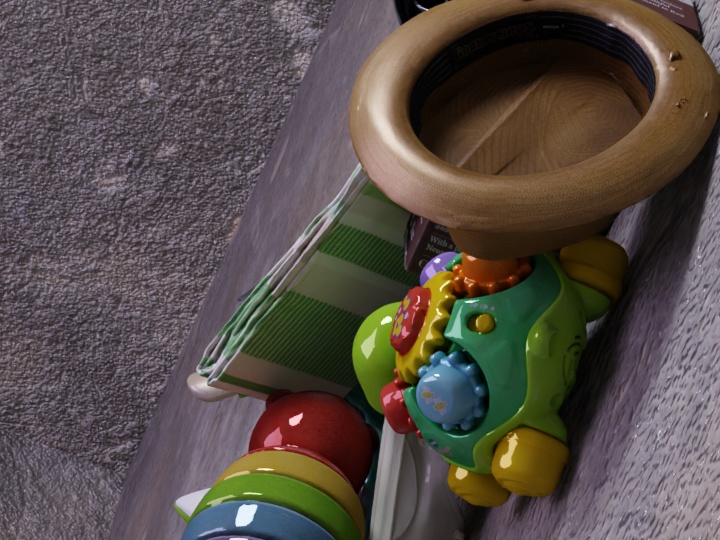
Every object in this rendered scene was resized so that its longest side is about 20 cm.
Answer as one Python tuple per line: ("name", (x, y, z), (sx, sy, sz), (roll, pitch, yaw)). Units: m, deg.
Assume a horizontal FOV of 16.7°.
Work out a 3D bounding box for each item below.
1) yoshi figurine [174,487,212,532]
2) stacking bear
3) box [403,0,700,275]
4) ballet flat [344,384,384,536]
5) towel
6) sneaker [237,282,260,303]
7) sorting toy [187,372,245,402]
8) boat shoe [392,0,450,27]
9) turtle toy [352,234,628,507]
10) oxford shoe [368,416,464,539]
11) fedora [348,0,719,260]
("yoshi figurine", (-0.062, 0.204, 1.592), (0.112, 0.112, 0.200), (65, 144, 28))
("stacking bear", (-0.046, 0.152, 1.424), (0.200, 0.121, 0.114), (-70, -4, -47))
("box", (0.107, -0.079, 1.403), (0.075, 0.100, 0.201), (-87, 18, -67))
("ballet flat", (0.012, 0.120, 1.634), (0.200, 0.070, 0.068), (-118, 38, -68))
("towel", (0.000, 0.000, 1.493), (0.200, 0.023, 0.152), (-53, -32, 10))
("sneaker", (0.011, -0.008, 1.681), (0.104, 0.199, 0.060), (-168, 56, -84))
("sorting toy", (-0.016, 0.050, 1.667), (0.200, 0.184, 0.037), (-30, -81, -85))
("boat shoe", (0.055, -0.152, 1.594), (0.091, 0.071, 0.201), (-32, -48, -50))
("turtle toy", (0.060, 0.047, 1.341), (0.200, 0.101, 0.146), (151, 140, -70))
("oxford shoe", (0.031, 0.169, 1.448), (0.075, 0.057, 0.201), (-85, 3, -85))
("fedora", (0.090, -0.066, 1.278), (0.201, 0.199, 0.082), (-77, -13, -46))
